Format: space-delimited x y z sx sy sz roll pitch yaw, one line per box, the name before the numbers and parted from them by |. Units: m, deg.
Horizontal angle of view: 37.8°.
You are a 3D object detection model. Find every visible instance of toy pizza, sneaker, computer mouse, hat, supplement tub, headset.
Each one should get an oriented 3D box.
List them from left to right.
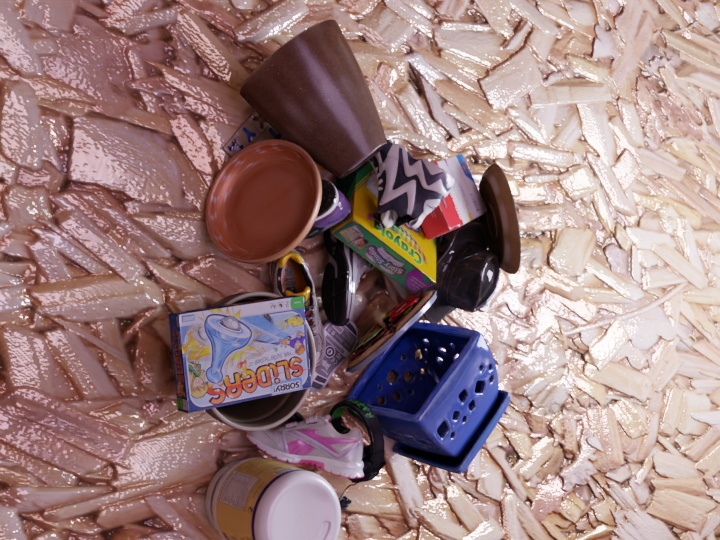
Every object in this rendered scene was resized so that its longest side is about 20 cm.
supplement tub | -0.138 0.365 1.602 0.145 0.200 0.146 0 90 -34
sneaker | -0.106 -0.066 1.652 0.088 0.199 0.076 36 37 -59
sneaker | -0.104 0.061 1.677 0.077 0.082 0.201 -16 91 -10
sneaker | -0.083 0.269 1.678 0.199 0.081 0.089 14 81 1
computer mouse | -0.078 0.161 1.740 0.110 0.044 0.200 45 71 -20
headset | -0.023 0.311 1.735 0.094 0.123 0.201 -14 121 -37
sneaker | 0.000 0.000 1.756 0.115 0.075 0.202 13 69 -35
sneaker | 0.043 -0.135 1.688 0.130 0.199 0.079 -59 154 0
toy pizza | 0.045 0.094 1.738 0.032 0.200 0.200 48 63 -2
hat | 0.195 0.019 1.852 0.200 0.081 0.201 -39 145 -35

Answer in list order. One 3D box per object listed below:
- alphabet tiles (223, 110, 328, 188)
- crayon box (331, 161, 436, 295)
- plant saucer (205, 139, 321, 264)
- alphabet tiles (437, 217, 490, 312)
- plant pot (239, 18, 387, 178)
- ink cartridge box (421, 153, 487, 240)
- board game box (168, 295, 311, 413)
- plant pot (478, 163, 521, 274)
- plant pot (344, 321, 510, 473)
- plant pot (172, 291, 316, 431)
alphabet tiles | -0.130 -0.163 1.720 0.200 0.006 0.167 48 65 -25
crayon box | 0.044 -0.082 1.762 0.200 0.058 0.173 36 38 -30
plant saucer | -0.145 -0.102 1.611 0.037 0.199 0.201 38 67 -59
alphabet tiles | 0.205 -0.045 1.955 0.167 0.008 0.201 26 75 -32
plant pot | -0.055 -0.249 1.628 0.187 0.187 0.200 -36 90 -29
ink cartridge box | 0.140 -0.126 1.805 0.200 0.067 0.117 -26 92 -63
board game box | -0.165 0.114 1.471 0.199 0.034 0.136 -9 95 -35
plant pot | 0.244 -0.089 1.876 0.027 0.200 0.201 -12 98 -6
plant pot | 0.126 0.222 1.792 0.200 0.199 0.180 -51 122 -24
plant pot | -0.193 0.131 1.578 0.199 0.173 0.201 0 90 -34
